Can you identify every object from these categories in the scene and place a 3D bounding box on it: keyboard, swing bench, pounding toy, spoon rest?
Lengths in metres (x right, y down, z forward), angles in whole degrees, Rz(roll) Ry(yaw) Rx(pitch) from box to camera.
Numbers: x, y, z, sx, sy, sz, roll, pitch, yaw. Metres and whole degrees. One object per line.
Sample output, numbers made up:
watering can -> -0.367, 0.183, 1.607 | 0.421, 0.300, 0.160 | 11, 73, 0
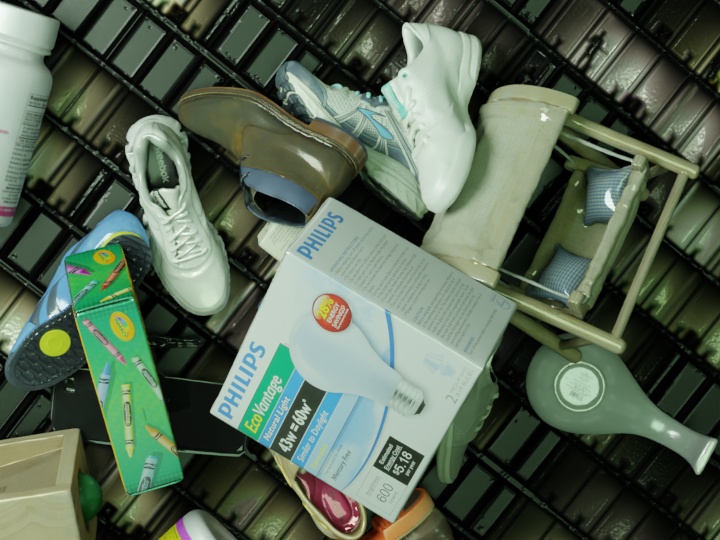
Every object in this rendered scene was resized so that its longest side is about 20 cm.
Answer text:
keyboard -> -0.204, 0.115, 1.694 | 0.198, 0.021, 0.128 | 7, 102, -6
swing bench -> 0.178, -0.047, 1.617 | 0.199, 0.130, 0.200 | 27, 76, -10
pounding toy -> -0.312, 0.255, 1.617 | 0.198, 0.184, 0.143 | -9, 107, -3
spoon rest -> 0.259, 0.138, 1.722 | 0.199, 0.061, 0.100 | 30, 93, 6

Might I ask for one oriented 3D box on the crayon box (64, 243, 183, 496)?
crayon box -> -0.220, 0.092, 1.593 | 0.058, 0.119, 0.201 | -15, 117, -8

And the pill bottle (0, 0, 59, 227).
pill bottle -> -0.354, -0.151, 1.601 | 0.113, 0.113, 0.201 | 17, 95, -6

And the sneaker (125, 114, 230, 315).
sneaker -> -0.178, -0.048, 1.645 | 0.075, 0.081, 0.201 | -20, 100, -3

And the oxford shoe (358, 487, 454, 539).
oxford shoe -> 0.006, 0.306, 1.711 | 0.200, 0.071, 0.073 | -38, 104, 1

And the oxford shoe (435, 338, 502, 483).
oxford shoe -> 0.104, 0.128, 1.664 | 0.057, 0.075, 0.201 | 5, 123, -3

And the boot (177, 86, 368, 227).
boot -> -0.102, -0.107, 1.606 | 0.199, 0.075, 0.097 | 17, 55, 21

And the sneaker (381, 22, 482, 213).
sneaker -> 0.059, -0.147, 1.615 | 0.088, 0.075, 0.201 | 18, 56, -20

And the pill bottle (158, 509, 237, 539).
pill bottle -> -0.199, 0.336, 1.680 | 0.200, 0.104, 0.104 | -43, 98, 2

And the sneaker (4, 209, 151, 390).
sneaker -> -0.275, 0.028, 1.659 | 0.066, 0.079, 0.200 | 33, 101, -32

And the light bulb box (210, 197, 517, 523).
light bulb box -> 0.001, 0.079, 1.541 | 0.199, 0.125, 0.199 | 30, 121, 5

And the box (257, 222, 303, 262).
box -> 0.000, 0.000, 1.670 | 0.200, 0.068, 0.082 | 39, 92, -8

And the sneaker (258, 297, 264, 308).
sneaker -> -0.023, 0.101, 1.668 | 0.200, 0.066, 0.079 | 36, 66, -9

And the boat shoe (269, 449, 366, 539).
boat shoe -> -0.047, 0.179, 1.683 | 0.074, 0.069, 0.201 | -34, 102, -11

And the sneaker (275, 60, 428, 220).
sneaker -> 0.005, -0.141, 1.660 | 0.200, 0.078, 0.086 | 41, 79, -14
